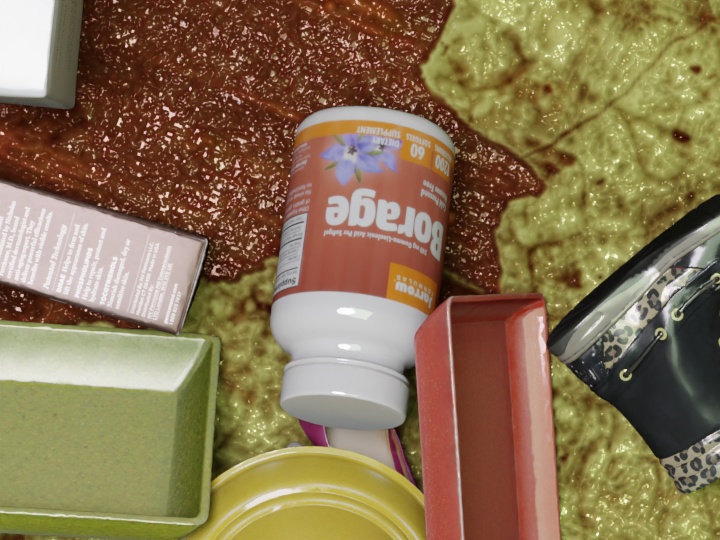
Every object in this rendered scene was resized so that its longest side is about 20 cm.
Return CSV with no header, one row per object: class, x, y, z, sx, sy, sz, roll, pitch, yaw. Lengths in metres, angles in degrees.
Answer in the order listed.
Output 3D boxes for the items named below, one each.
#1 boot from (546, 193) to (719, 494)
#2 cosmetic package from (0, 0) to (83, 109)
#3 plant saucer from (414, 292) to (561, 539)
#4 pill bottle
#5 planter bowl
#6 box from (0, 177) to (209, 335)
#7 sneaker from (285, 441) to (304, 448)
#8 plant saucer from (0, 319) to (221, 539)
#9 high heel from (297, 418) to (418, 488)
boot,0.251,0.043,1.602,0.204,0.073,0.154,-38,95,5
cosmetic package,-0.269,-0.197,1.502,0.167,0.200,0.166,5,91,-3
plant saucer,0.084,0.116,1.538,0.037,0.200,0.200,-5,88,23
pill bottle,0.000,0.000,1.539,0.112,0.112,0.200,8,72,-3
planter bowl,-0.031,0.221,1.486,0.200,0.083,0.201,-1,102,-3
box,-0.207,-0.017,1.560,0.200,0.100,0.075,18,90,-3
sneaker,-0.098,0.191,1.592,0.200,0.092,0.076,-29,130,16
plant saucer,-0.198,0.115,1.540,0.200,0.200,0.048,4,125,-3
high heel,0.009,0.130,1.571,0.067,0.096,0.200,-11,93,-23
